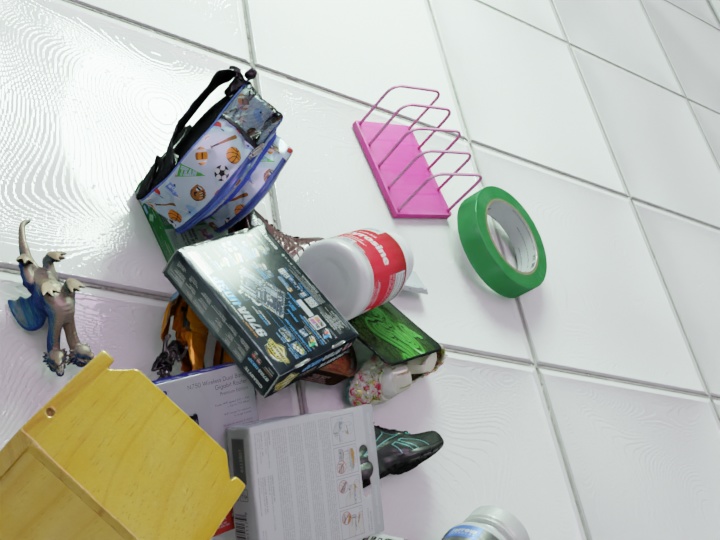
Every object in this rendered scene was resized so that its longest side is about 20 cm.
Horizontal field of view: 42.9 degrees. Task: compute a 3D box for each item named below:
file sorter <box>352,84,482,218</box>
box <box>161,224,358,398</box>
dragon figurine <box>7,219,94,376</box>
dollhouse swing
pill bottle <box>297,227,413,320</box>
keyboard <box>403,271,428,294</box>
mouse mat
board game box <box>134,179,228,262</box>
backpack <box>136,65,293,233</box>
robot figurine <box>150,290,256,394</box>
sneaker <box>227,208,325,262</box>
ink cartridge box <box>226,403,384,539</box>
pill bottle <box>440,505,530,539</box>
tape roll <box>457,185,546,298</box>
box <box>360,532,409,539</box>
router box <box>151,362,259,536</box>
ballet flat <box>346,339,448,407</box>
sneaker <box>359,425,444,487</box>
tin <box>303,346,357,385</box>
[{"bbox_3d":[0.104,-0.209,1.603,0.138,0.125,0.201,-2,60,-41],"label":"file sorter"},{"bbox_3d":[-0.118,0.041,1.108,0.200,0.046,0.158,48,35,14],"label":"box"},{"bbox_3d":[-0.367,0.032,1.058,0.059,0.100,0.200,-15,50,-44],"label":"dragon figurine"},{"bbox_3d":[-0.262,0.233,0.905,0.200,0.176,0.182,43,37,-5],"label":"dollhouse swing"},{"bbox_3d":[0.000,0.000,1.288,0.113,0.112,0.200,53,26,8],"label":"pill bottle"},{"bbox_3d":[0.022,0.005,1.439,0.199,0.011,0.056,11,28,-37],"label":"keyboard"},{"bbox_3d":[0.013,0.063,1.328,0.200,0.008,0.160,41,24,23],"label":"mouse mat"},{"bbox_3d":[-0.214,-0.041,1.271,0.134,0.029,0.201,-10,65,-45],"label":"board game box"},{"bbox_3d":[-0.197,-0.136,1.213,0.154,0.200,0.191,44,50,-8],"label":"backpack"},{"bbox_3d":[-0.190,0.102,1.136,0.144,0.058,0.202,26,55,-32],"label":"robot figurine"},{"bbox_3d":[-0.117,-0.048,1.291,0.116,0.076,0.200,53,23,5],"label":"sneaker"},{"bbox_3d":[-0.062,0.250,1.079,0.199,0.057,0.164,-3,86,-50],"label":"ink cartridge box"},{"bbox_3d":[0.134,0.393,1.160,0.114,0.114,0.200,51,40,5],"label":"pill bottle"},{"bbox_3d":[0.255,-0.052,1.641,0.199,0.048,0.202,27,48,-35],"label":"tape roll"},{"bbox_3d":[-0.009,0.381,1.053,0.200,0.109,0.035,-40,126,-49],"label":"box"},{"bbox_3d":[-0.200,0.209,1.015,0.199,0.049,0.182,-11,92,-44],"label":"router box"},{"bbox_3d":[0.059,0.142,1.321,0.199,0.063,0.076,-30,116,-49],"label":"ballet flat"},{"bbox_3d":[0.033,0.236,1.229,0.199,0.075,0.080,-8,61,-44],"label":"sneaker"},{"bbox_3d":[-0.072,0.094,1.229,0.200,0.042,0.113,24,42,-58],"label":"tin"}]
